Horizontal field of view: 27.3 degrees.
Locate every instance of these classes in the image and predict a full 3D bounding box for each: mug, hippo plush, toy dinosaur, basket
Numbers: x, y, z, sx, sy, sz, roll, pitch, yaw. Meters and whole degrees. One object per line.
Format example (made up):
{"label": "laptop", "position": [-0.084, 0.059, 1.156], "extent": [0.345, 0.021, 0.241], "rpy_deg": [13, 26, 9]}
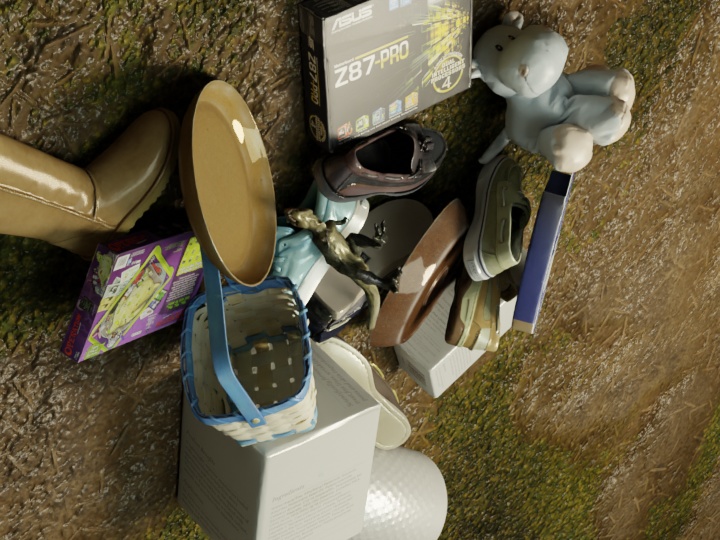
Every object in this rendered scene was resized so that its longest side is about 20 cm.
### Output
{"label": "mug", "position": [-0.018, 0.297, 1.873], "extent": [0.199, 0.149, 0.175], "rpy_deg": [-33, 147, 29]}
{"label": "hippo plush", "position": [0.208, -0.221, 1.679], "extent": [0.159, 0.199, 0.161], "rpy_deg": [-43, 118, -17]}
{"label": "toy dinosaur", "position": [-0.002, -0.010, 1.567], "extent": [0.201, 0.087, 0.048], "rpy_deg": [54, 47, -35]}
{"label": "basket", "position": [-0.118, 0.079, 1.501], "extent": [0.138, 0.178, 0.201], "rpy_deg": [-12, 142, 5]}

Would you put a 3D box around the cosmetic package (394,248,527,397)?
{"label": "cosmetic package", "position": [0.137, 0.057, 1.860], "extent": [0.200, 0.074, 0.102], "rpy_deg": [-43, 158, -13]}

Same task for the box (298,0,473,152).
{"label": "box", "position": [0.030, -0.233, 1.552], "extent": [0.199, 0.049, 0.162], "rpy_deg": [-26, 133, -27]}

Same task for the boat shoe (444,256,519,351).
{"label": "boat shoe", "position": [0.155, 0.014, 1.782], "extent": [0.072, 0.075, 0.202], "rpy_deg": [111, -5, -58]}

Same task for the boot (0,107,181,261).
{"label": "boot", "position": [-0.274, -0.094, 1.343], "extent": [0.199, 0.066, 0.176], "rpy_deg": [20, 104, -50]}

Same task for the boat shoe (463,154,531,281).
{"label": "boat shoe", "position": [0.170, -0.063, 1.738], "extent": [0.072, 0.061, 0.201], "rpy_deg": [60, 32, -35]}

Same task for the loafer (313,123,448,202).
{"label": "loafer", "position": [0.036, -0.120, 1.604], "extent": [0.199, 0.072, 0.063], "rpy_deg": [-21, 172, -45]}

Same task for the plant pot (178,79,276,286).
{"label": "plant pot", "position": [-0.131, -0.082, 1.436], "extent": [0.027, 0.202, 0.201], "rpy_deg": [-9, 144, 16]}

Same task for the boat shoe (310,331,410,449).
{"label": "boat shoe", "position": [-0.007, 0.137, 1.799], "extent": [0.072, 0.060, 0.200], "rpy_deg": [-34, 125, 9]}

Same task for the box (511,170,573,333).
{"label": "box", "position": [0.217, -0.039, 1.736], "extent": [0.121, 0.032, 0.202], "rpy_deg": [-52, 156, -71]}

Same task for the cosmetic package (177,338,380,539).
{"label": "cosmetic package", "position": [-0.097, 0.208, 1.685], "extent": [0.164, 0.165, 0.202], "rpy_deg": [-19, 134, -34]}

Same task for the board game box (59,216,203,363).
{"label": "board game box", "position": [-0.212, 0.013, 1.463], "extent": [0.200, 0.032, 0.121], "rpy_deg": [-24, 136, -64]}

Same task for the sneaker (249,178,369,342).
{"label": "sneaker", "position": [-0.080, -0.018, 1.612], "extent": [0.082, 0.074, 0.201], "rpy_deg": [33, 97, -27]}

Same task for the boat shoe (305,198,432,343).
{"label": "boat shoe", "position": [0.000, 0.000, 1.707], "extent": [0.200, 0.075, 0.093], "rpy_deg": [-39, 169, -29]}

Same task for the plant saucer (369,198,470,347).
{"label": "plant saucer", "position": [0.077, 0.010, 1.736], "extent": [0.201, 0.034, 0.201], "rpy_deg": [-57, 169, -17]}
